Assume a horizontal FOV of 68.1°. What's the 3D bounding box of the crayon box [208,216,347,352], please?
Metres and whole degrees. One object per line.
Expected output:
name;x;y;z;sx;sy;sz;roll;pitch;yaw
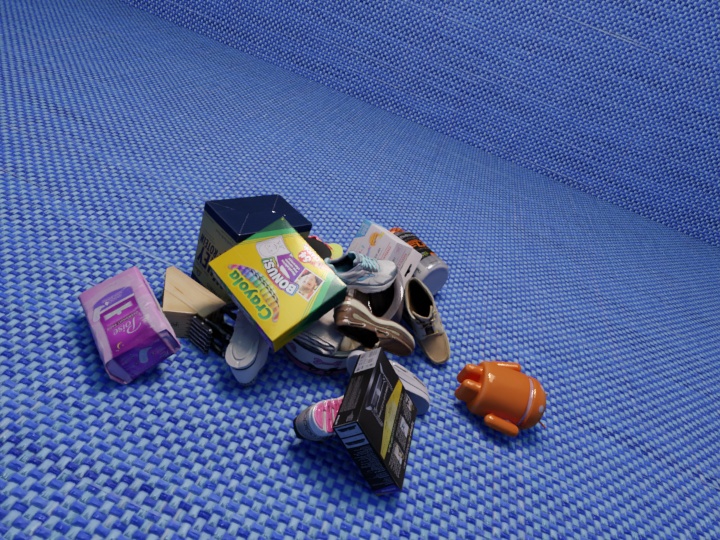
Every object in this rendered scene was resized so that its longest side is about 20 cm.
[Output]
crayon box;-0.154;0.020;0.998;0.172;0.058;0.200;-35;69;-24

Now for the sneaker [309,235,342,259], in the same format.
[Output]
sneaker;-0.112;-0.050;1.386;0.078;0.091;0.199;37;32;28

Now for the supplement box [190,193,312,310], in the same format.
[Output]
supplement box;-0.243;-0.043;1.183;0.199;0.201;0.134;-14;45;-45

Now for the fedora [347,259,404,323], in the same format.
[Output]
fedora;0.043;0.072;1.258;0.090;0.177;0.201;35;19;-44

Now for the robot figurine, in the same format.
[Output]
robot figurine;0.303;0.262;1.125;0.199;0.117;0.144;20;12;-2

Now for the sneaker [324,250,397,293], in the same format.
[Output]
sneaker;0.000;0.000;1.148;0.199;0.087;0.078;-11;44;-28

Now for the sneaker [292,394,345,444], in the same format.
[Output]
sneaker;-0.046;0.263;0.949;0.199;0.087;0.074;11;59;-57

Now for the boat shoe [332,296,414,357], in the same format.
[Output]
boat shoe;0.025;0.133;1.059;0.202;0.075;0.075;31;43;-23

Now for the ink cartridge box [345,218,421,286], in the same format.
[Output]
ink cartridge box;0.059;-0.042;1.413;0.068;0.116;0.200;17;15;-42

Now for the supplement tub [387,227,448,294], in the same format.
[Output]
supplement tub;0.140;-0.025;1.471;0.122;0.123;0.200;-7;41;-39

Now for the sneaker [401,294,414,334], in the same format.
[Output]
sneaker;0.106;0.081;1.321;0.199;0.083;0.071;36;34;26

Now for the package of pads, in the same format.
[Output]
package of pads;-0.416;0.091;0.952;0.120;0.076;0.200;-33;52;-14

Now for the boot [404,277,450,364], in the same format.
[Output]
boot;0.147;0.115;1.181;0.155;0.072;0.201;51;19;-81

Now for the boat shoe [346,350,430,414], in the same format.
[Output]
boat shoe;0.055;0.215;1.069;0.200;0.074;0.066;39;28;-16

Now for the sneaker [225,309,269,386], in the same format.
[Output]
sneaker;-0.199;0.123;1.025;0.076;0.081;0.201;5;47;17

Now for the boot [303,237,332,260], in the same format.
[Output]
boot;-0.166;0.021;1.154;0.199;0.175;0.069;-21;63;-38

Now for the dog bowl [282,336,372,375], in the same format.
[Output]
dog bowl;-0.079;0.137;1.128;0.199;0.074;0.201;16;31;-10

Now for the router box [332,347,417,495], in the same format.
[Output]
router box;0.033;0.259;0.938;0.158;0.052;0.200;61;25;-18

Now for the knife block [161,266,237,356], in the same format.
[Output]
knife block;-0.312;0.083;1.077;0.174;0.064;0.201;8;33;-22

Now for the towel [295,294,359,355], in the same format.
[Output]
towel;-0.081;0.091;1.095;0.132;0.035;0.200;26;30;5
